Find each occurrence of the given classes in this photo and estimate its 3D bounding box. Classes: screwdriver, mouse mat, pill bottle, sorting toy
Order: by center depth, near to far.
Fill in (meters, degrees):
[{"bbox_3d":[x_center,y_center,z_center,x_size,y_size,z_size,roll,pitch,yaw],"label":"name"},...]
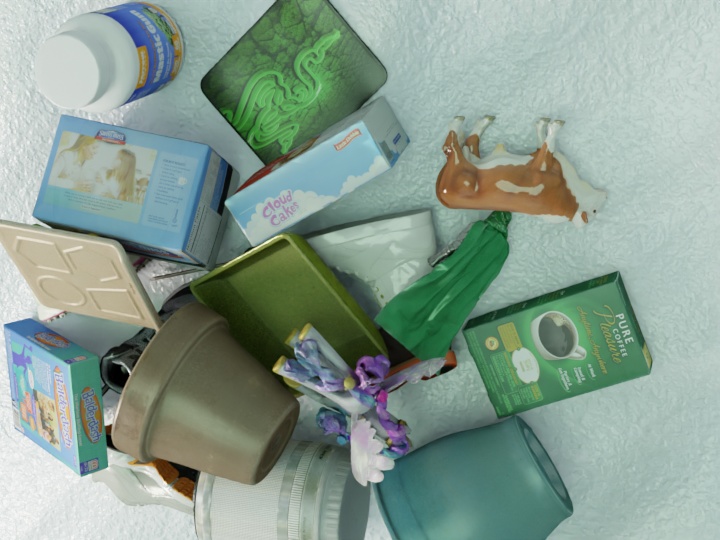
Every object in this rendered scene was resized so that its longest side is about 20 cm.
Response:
[{"bbox_3d":[-0.292,-0.246,1.536,0.110,0.200,0.114,5,109,15],"label":"pill bottle"},{"bbox_3d":[-0.082,-0.227,1.583,0.200,0.008,0.161,-41,91,25],"label":"mouse mat"},{"bbox_3d":[-0.336,0.000,1.593,0.197,0.037,0.186,14,150,19],"label":"sorting toy"},{"bbox_3d":[-0.178,-0.003,1.673,0.198,0.028,0.029,-15,131,23],"label":"screwdriver"}]

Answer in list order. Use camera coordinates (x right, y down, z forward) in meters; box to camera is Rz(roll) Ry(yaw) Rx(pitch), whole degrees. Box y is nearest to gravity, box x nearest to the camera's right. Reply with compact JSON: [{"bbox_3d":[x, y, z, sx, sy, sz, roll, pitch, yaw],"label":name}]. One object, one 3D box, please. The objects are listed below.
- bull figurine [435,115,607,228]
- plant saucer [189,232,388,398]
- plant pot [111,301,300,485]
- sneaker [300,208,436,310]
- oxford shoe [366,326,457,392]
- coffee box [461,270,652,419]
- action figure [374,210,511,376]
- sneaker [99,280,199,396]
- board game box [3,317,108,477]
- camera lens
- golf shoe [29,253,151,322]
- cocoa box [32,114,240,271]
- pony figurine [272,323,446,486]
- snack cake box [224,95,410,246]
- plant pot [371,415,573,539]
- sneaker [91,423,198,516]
[{"bbox_3d":[0.182,-0.112,1.505,0.197,0.065,0.123,3,100,10],"label":"bull figurine"},{"bbox_3d":[-0.080,0.048,1.604,0.199,0.048,0.200,-25,111,43],"label":"plant saucer"},{"bbox_3d":[-0.171,0.164,1.576,0.173,0.200,0.202,28,113,13],"label":"plant pot"},{"bbox_3d":[0.000,0.000,1.592,0.197,0.074,0.117,-9,101,18],"label":"sneaker"},{"bbox_3d":[0.026,0.110,1.633,0.198,0.071,0.074,-19,72,25],"label":"oxford shoe"},{"bbox_3d":[0.232,0.089,1.563,0.198,0.044,0.124,-21,100,22],"label":"coffee box"},{"bbox_3d":[0.111,0.009,1.540,0.201,0.055,0.118,-50,124,-3],"label":"action figure"},{"bbox_3d":[-0.257,0.095,1.678,0.200,0.114,0.076,-42,92,24],"label":"sneaker"},{"bbox_3d":[-0.398,0.162,1.726,0.199,0.045,0.154,21,117,49],"label":"board game box"},{"bbox_3d":[-0.101,0.292,1.666,0.197,0.160,0.162,5,108,16],"label":"camera lens"},{"bbox_3d":[-0.353,-0.008,1.701,0.198,0.075,0.092,-27,94,22],"label":"golf shoe"},{"bbox_3d":[-0.267,-0.092,1.592,0.197,0.131,0.135,13,82,13],"label":"cocoa box"},{"bbox_3d":[-0.001,0.144,1.515,0.199,0.193,0.167,37,78,-6],"label":"pony figurine"},{"bbox_3d":[-0.049,-0.116,1.544,0.198,0.115,0.068,-28,103,22],"label":"snack cake box"},{"bbox_3d":[0.143,0.275,1.576,0.187,0.200,0.201,-33,95,11],"label":"plant pot"},{"bbox_3d":[-0.274,0.286,1.774,0.198,0.076,0.093,28,121,15],"label":"sneaker"}]
